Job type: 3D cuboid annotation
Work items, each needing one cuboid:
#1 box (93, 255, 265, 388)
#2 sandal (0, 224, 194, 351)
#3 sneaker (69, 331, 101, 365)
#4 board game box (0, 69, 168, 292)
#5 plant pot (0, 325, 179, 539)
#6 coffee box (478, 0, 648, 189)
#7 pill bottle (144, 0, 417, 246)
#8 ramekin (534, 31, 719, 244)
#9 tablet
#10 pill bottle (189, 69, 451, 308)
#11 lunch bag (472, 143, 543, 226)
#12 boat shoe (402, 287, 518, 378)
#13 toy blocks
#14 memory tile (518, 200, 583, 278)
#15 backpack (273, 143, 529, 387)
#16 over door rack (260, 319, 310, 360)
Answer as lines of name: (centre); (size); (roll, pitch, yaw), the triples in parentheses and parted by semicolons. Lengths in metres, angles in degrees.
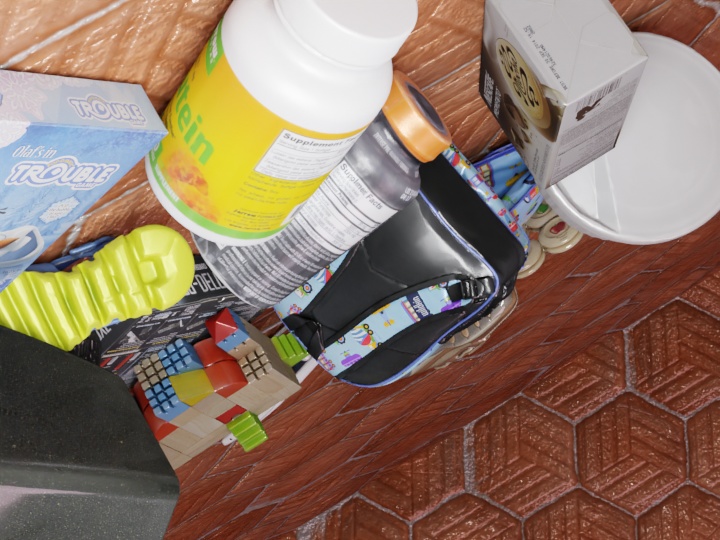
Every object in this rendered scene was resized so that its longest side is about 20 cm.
box: (-0.178, 0.049, 1.248); (0.158, 0.050, 0.200); (-41, 163, 33)
sandal: (-0.224, 0.023, 1.030); (0.200, 0.080, 0.087); (-16, -171, -23)
sneaker: (-0.284, 0.075, 1.071); (0.104, 0.060, 0.200); (9, -170, 14)
board game box: (-0.246, -0.041, 0.830); (0.199, 0.043, 0.200); (-40, 164, 26)
plant pot: (-0.239, 0.154, 0.928); (0.177, 0.200, 0.200); (7, 116, -35)
coffee box: (0.160, -0.159, 1.141); (0.080, 0.113, 0.200); (-31, 166, -5)
pill bottle: (-0.049, -0.112, 0.869); (0.111, 0.111, 0.200); (-19, 160, -41)
ramekin: (0.251, -0.118, 1.323); (0.202, 0.203, 0.094); (-30, 177, -10)
tablet: (-0.072, 0.116, 1.579); (0.200, 0.014, 0.130); (-46, -176, -42)
pill bottle: (-0.027, -0.067, 1.071); (0.200, 0.106, 0.106); (-36, 165, 16)
lunch bag: (0.150, -0.076, 1.454); (0.200, 0.094, 0.151); (-35, 167, -12)
boat shoe: (0.098, 0.052, 1.430); (0.072, 0.076, 0.200); (0, 160, -36)
toy blocks: (-0.149, 0.109, 1.258); (0.200, 0.100, 0.137); (-33, 154, 6)
memory tile: (0.141, -0.023, 1.542); (0.200, 0.153, 0.017); (-35, 121, 5)
backpack: (0.024, -0.004, 1.230); (0.200, 0.183, 0.135); (-44, 177, 32)
over door rack: (-0.131, 0.110, 1.513); (0.148, 0.067, 0.200); (-42, 163, 30)
